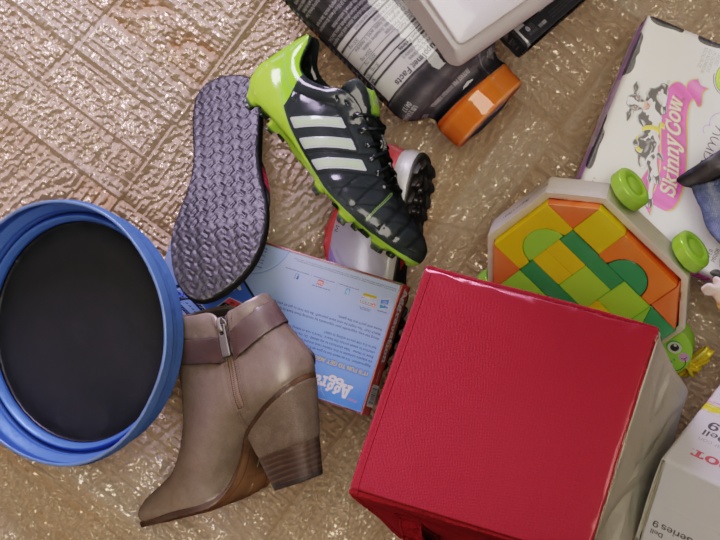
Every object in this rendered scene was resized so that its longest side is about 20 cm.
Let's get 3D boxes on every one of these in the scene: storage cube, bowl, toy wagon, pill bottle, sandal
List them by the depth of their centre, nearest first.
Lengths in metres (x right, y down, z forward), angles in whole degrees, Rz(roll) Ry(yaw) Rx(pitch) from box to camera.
[{"bbox_3d":[0.119,0.123,1.639,0.179,0.171,0.201,14,76,19],"label":"storage cube"},{"bbox_3d":[-0.219,0.047,1.718,0.200,0.039,0.202,0,91,29],"label":"bowl"},{"bbox_3d":[0.190,0.017,1.718,0.200,0.040,0.155,43,124,-13],"label":"toy wagon"},{"bbox_3d":[0.031,-0.188,1.738,0.106,0.106,0.200,-44,88,-2],"label":"pill bottle"},{"bbox_3d":[-0.100,-0.059,1.740,0.075,0.045,0.201,-4,57,12],"label":"sandal"}]

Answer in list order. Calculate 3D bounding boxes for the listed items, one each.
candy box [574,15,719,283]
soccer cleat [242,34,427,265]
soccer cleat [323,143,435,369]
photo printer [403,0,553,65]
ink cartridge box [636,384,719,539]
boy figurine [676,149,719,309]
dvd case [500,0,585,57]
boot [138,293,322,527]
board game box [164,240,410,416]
[{"bbox_3d":[0.276,-0.079,1.748,0.199,0.072,0.169,22,88,1],"label":"candy box"},{"bbox_3d":[-0.007,-0.091,1.699,0.081,0.067,0.200,-42,73,10],"label":"soccer cleat"},{"bbox_3d":[0.000,0.000,1.756,0.073,0.068,0.201,13,89,22],"label":"soccer cleat"},{"bbox_3d":[0.103,-0.271,1.662,0.200,0.069,0.167,-34,86,-9],"label":"photo printer"},{"bbox_3d":[0.310,0.151,1.653,0.145,0.200,0.088,24,127,20],"label":"ink cartridge box"},{"bbox_3d":[0.309,0.000,1.673,0.124,0.064,0.201,-27,85,-21],"label":"boy figurine"},{"bbox_3d":[0.097,-0.274,1.742,0.200,0.025,0.150,46,52,3],"label":"dvd case"},{"bbox_3d":[-0.110,0.103,1.711,0.199,0.070,0.147,-21,88,31],"label":"boot"},{"bbox_3d":[-0.067,0.034,1.733,0.199,0.019,0.104,17,86,24],"label":"board game box"}]
